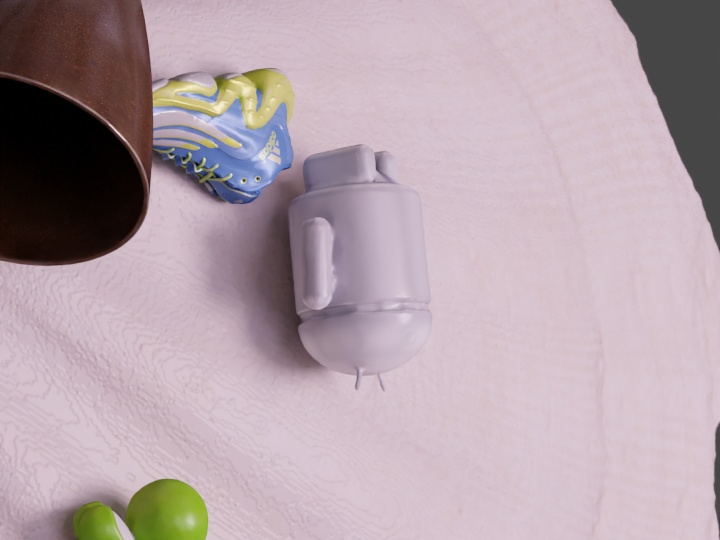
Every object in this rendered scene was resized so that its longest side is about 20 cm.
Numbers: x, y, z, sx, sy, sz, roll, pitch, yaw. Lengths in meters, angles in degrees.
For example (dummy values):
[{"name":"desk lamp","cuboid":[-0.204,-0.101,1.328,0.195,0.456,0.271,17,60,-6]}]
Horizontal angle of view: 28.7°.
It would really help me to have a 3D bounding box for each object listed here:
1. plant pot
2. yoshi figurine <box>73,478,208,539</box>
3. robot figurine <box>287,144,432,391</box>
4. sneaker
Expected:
[{"name":"plant pot","cuboid":[-0.220,-0.139,0.966,0.187,0.186,0.201,36,43,-33]},{"name":"yoshi figurine","cuboid":[-0.121,0.232,1.019,0.200,0.112,0.112,56,33,-17]},{"name":"robot figurine","cuboid":[0.000,0.000,1.171,0.169,0.112,0.201,8,75,-57]},{"name":"sneaker","cuboid":[-0.118,-0.100,1.107,0.199,0.076,0.106,-17,94,-45]}]
